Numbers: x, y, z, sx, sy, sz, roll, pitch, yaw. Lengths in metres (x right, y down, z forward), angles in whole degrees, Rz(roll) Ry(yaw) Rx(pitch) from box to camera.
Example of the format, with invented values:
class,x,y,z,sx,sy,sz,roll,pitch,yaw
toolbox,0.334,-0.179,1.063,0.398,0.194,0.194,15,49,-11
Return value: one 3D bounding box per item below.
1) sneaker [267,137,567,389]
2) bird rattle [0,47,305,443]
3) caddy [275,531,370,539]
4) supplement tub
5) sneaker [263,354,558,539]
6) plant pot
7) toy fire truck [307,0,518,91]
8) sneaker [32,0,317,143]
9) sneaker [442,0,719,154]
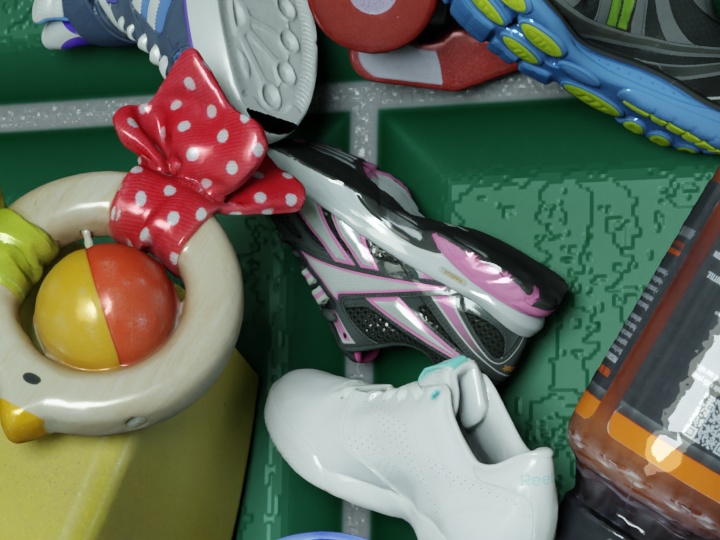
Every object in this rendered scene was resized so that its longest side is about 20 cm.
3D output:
class,x,y,z,sx,sy,sz,roll,pitch,yaw
sneaker,0.000,0.000,1.141,0.199,0.080,0.087,32,104,27
bird rattle,-0.117,0.000,1.043,0.199,0.113,0.164,-10,63,-16
caddy,0.003,0.221,1.087,0.141,0.105,0.201,-39,71,12
supplement tub,0.166,0.054,1.052,0.107,0.107,0.201,32,94,22
sneaker,0.029,0.076,1.086,0.200,0.075,0.089,31,119,45
plant pot,-0.162,0.084,1.133,0.199,0.200,0.177,22,76,22
toy fire truck,0.064,-0.185,1.118,0.167,0.112,0.201,7,112,2
sneaker,-0.106,-0.128,1.183,0.146,0.080,0.201,-30,60,34
sneaker,0.114,-0.128,1.081,0.071,0.199,0.083,-5,59,64
